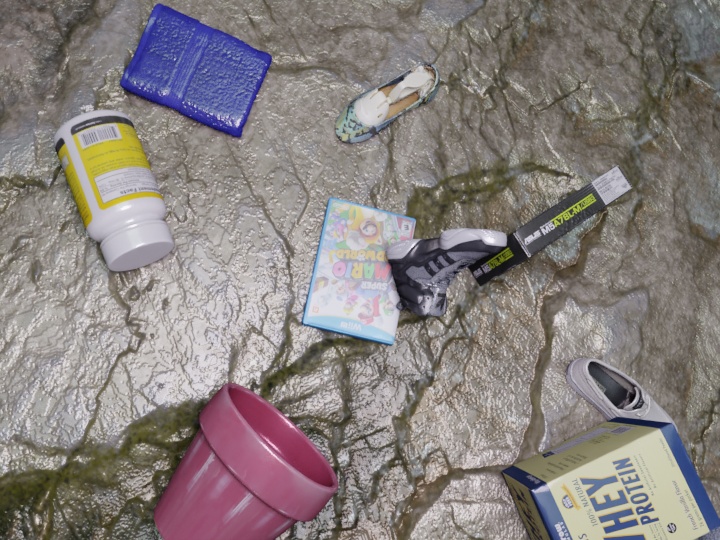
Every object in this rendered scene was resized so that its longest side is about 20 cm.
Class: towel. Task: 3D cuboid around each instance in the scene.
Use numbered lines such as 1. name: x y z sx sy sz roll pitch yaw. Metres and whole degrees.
1. towel: -0.251 -0.306 1.072 0.198 0.050 0.149 23 81 -5

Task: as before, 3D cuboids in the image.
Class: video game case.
1. video game case: 0.000 0.000 1.056 0.141 0.018 0.203 14 75 -8

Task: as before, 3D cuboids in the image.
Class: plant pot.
1. plant pot: -0.157 0.275 0.882 0.200 0.200 0.179 42 89 2

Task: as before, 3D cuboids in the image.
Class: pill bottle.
1. pill bottle: -0.341 -0.110 0.970 0.113 0.114 0.202 -21 81 -14

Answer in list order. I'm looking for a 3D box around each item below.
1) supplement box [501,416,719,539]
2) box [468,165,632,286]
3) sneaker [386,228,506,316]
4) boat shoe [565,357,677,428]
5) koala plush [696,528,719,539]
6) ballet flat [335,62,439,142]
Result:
1. supplement box: 0.322 0.303 0.933 0.198 0.200 0.136 -24 81 -4
2. box: 0.275 -0.062 1.031 0.199 0.193 0.048 -32 86 -15
3. sneaker: 0.124 0.006 0.985 0.075 0.198 0.116 1 82 -47
4. boat shoe: 0.409 0.200 1.057 0.200 0.066 0.072 41 73 2
5. koala plush: 0.508 0.448 0.973 0.175 0.184 0.202 12 63 -7
6. ballet flat: 0.045 -0.274 1.105 0.199 0.074 0.075 -36 85 -16
